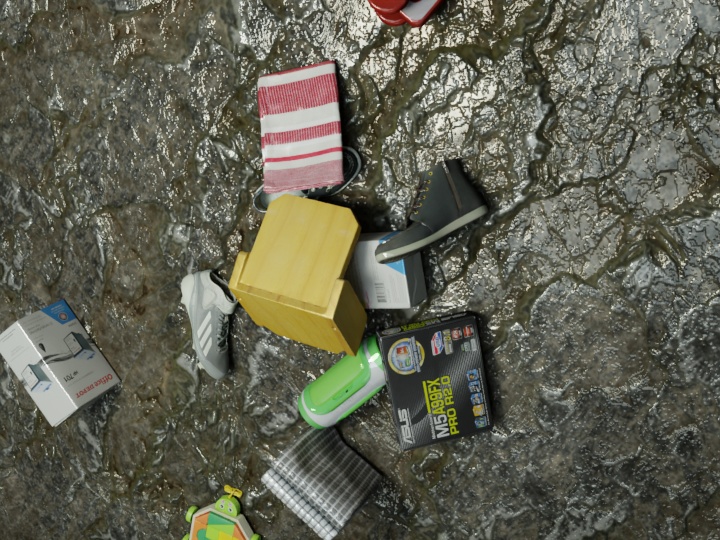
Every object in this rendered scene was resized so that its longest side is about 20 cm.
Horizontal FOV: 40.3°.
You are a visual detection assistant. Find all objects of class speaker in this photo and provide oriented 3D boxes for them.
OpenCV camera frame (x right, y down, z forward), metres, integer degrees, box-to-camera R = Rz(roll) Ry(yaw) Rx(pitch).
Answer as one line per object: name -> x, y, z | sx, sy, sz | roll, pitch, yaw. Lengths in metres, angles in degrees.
speaker -> -0.016, 0.190, 1.679 | 0.200, 0.088, 0.089 | -41, 88, 28

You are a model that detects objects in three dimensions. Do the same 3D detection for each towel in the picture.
towel -> -0.098, -0.230, 1.583 | 0.144, 0.023, 0.201 | -7, 84, 24
towel -> -0.059, 0.353, 1.684 | 0.165, 0.200, 0.086 | 39, 112, 8

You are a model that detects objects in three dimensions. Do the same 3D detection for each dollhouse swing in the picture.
dollhouse swing -> -0.079, 0.005, 1.603 | 0.199, 0.176, 0.182 | 14, 154, 27

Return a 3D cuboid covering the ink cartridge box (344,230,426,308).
ink cartridge box -> 0.000, 0.000, 1.617 | 0.199, 0.068, 0.116 | -2, 105, 30

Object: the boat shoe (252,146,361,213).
boat shoe -> -0.090, -0.143, 1.620 | 0.200, 0.060, 0.076 | -28, 94, 27

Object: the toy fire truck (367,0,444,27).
toy fire truck -> 0.050, -0.467, 1.444 | 0.200, 0.112, 0.168 | 41, 98, 6

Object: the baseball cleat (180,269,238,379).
baseball cleat -> -0.259, 0.098, 1.761 | 0.106, 0.070, 0.201 | -14, 101, 26

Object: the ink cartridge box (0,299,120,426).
ink cartridge box -> -0.578, 0.175, 1.876 | 0.086, 0.146, 0.200 | -36, 91, 26

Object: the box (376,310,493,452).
box -> 0.122, 0.180, 1.598 | 0.160, 0.044, 0.201 | -12, 103, -7

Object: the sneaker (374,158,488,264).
sneaker -> 0.090, -0.090, 1.515 | 0.106, 0.200, 0.075 | 61, 160, 4

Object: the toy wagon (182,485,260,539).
toy wagon -> -0.271, 0.513, 1.911 | 0.155, 0.040, 0.201 | 19, 113, 16
